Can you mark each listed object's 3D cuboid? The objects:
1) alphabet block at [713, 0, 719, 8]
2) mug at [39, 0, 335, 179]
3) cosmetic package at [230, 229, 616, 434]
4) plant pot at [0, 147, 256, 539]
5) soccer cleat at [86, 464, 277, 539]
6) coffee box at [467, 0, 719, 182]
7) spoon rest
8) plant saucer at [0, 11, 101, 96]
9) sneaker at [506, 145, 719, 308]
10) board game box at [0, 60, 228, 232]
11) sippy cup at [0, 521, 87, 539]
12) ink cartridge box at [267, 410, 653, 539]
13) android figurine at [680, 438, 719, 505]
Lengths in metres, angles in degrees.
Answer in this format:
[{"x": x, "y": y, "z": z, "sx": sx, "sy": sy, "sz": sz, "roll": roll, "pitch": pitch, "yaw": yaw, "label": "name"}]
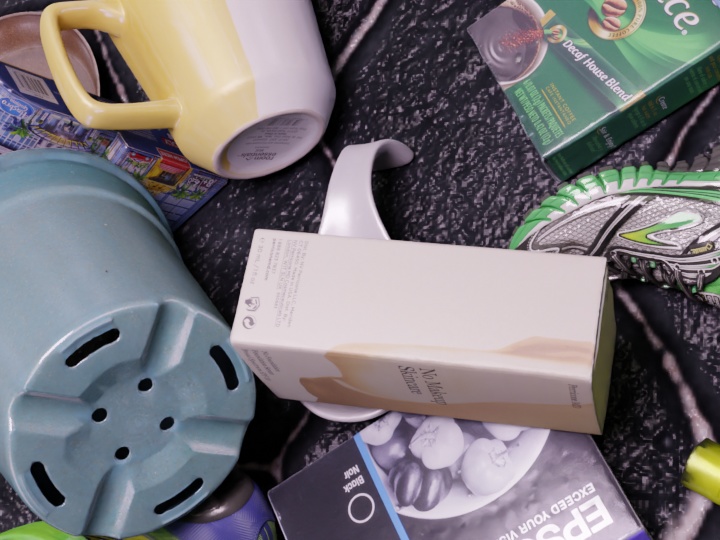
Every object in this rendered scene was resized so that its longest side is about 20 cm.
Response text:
[{"x": 0.267, "y": -0.269, "z": 0.726, "sx": 0.199, "sy": 0.196, "sz": 0.197, "roll": -25, "pitch": 62, "yaw": -8, "label": "alphabet block"}, {"x": -0.106, "y": -0.141, "z": 0.926, "sx": 0.186, "sy": 0.150, "sz": 0.154, "roll": -24, "pitch": 70, "yaw": -1, "label": "mug"}, {"x": 0.039, "y": 0.035, "z": 0.751, "sx": 0.198, "sy": 0.105, "sz": 0.072, "roll": 5, "pitch": 68, "yaw": 17, "label": "cosmetic package"}, {"x": -0.168, "y": 0.049, "z": 0.817, "sx": 0.201, "sy": 0.200, "sz": 0.196, "roll": -54, "pitch": 37, "yaw": 0, "label": "plant pot"}, {"x": -0.136, "y": 0.165, "z": 0.872, "sx": 0.199, "sy": 0.084, "sz": 0.065, "roll": -4, "pitch": 29, "yaw": 39, "label": "soccer cleat"}, {"x": 0.178, "y": -0.160, "z": 0.846, "sx": 0.199, "sy": 0.044, "sz": 0.124, "roll": -32, "pitch": 59, "yaw": 12, "label": "coffee box"}, {"x": 0.000, "y": 0.000, "z": 0.855, "sx": 0.099, "sy": 0.061, "sz": 0.201, "roll": -9, "pitch": 60, "yaw": 24, "label": "spoon rest"}, {"x": -0.282, "y": -0.109, "z": 1.065, "sx": 0.199, "sy": 0.032, "sz": 0.202, "roll": -9, "pitch": 68, "yaw": 23, "label": "plant saucer"}, {"x": 0.178, "y": -0.017, "z": 0.774, "sx": 0.199, "sy": 0.078, "sz": 0.086, "roll": -14, "pitch": 66, "yaw": 21, "label": "sneaker"}, {"x": -0.228, "y": -0.030, "z": 0.939, "sx": 0.200, "sy": 0.199, "sz": 0.062, "roll": -50, "pitch": 56, "yaw": 19, "label": "board game box"}, {"x": -0.195, "y": 0.257, "z": 0.835, "sx": 0.130, "sy": 0.140, "sz": 0.179, "roll": -3, "pitch": 61, "yaw": 37, "label": "sippy cup"}, {"x": 0.064, "y": 0.166, "z": 0.783, "sx": 0.198, "sy": 0.043, "sz": 0.201, "roll": -34, "pitch": 61, "yaw": 10, "label": "ink cartridge box"}, {"x": 0.274, "y": 0.118, "z": 0.698, "sx": 0.199, "sy": 0.041, "sz": 0.183, "roll": 29, "pitch": 86, "yaw": 33, "label": "android figurine"}]
